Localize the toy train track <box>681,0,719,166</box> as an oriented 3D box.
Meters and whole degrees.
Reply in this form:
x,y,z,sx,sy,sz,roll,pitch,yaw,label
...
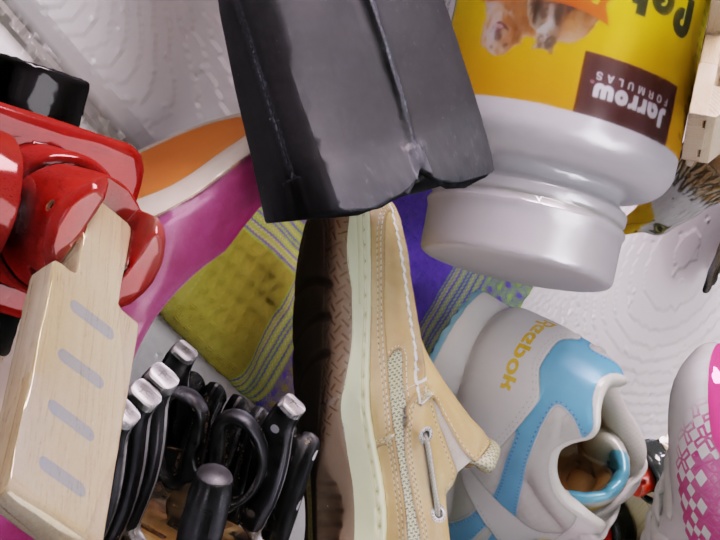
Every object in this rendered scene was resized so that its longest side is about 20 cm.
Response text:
x,y,z,sx,sy,sz,roll,pitch,yaw,label
0.155,-0.116,0.913,0.115,0.032,0.201,91,12,-47,toy train track

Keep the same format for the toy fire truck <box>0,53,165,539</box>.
x,y,z,sx,sy,sz,roll,pitch,yaw,label
-0.135,-0.010,0.677,0.175,0.200,0.129,18,89,-32,toy fire truck

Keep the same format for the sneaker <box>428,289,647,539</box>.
x,y,z,sx,sy,sz,roll,pitch,yaw,label
0.077,0.095,1.008,0.077,0.080,0.200,-54,152,-26,sneaker

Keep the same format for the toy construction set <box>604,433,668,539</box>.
x,y,z,sx,sy,sz,roll,pitch,yaw,label
0.165,0.141,1.072,0.092,0.132,0.200,-15,156,-37,toy construction set

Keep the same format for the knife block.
x,y,z,sx,sy,sz,roll,pitch,yaw,label
-0.083,0.131,0.838,0.201,0.064,0.176,-61,163,-11,knife block

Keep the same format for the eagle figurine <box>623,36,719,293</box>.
x,y,z,sx,sy,sz,roll,pitch,yaw,label
0.182,-0.045,1.037,0.200,0.150,0.152,40,56,-42,eagle figurine

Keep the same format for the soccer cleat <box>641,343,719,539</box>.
x,y,z,sx,sy,sz,roll,pitch,yaw,label
0.139,0.126,0.971,0.070,0.086,0.201,-53,133,-56,soccer cleat

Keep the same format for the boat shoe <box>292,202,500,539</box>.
x,y,z,sx,sy,sz,roll,pitch,yaw,label
0.016,0.068,0.907,0.076,0.072,0.201,-2,98,-11,boat shoe

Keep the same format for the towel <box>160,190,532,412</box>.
x,y,z,sx,sy,sz,roll,pitch,yaw,label
0.000,0.000,0.961,0.144,0.023,0.200,-57,134,-16,towel

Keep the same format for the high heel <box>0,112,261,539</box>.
x,y,z,sx,sy,sz,roll,pitch,yaw,label
-0.085,0.027,0.845,0.200,0.067,0.096,-41,118,-22,high heel

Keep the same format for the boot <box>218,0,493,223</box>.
x,y,z,sx,sy,sz,roll,pitch,yaw,label
0.015,-0.127,0.851,0.164,0.066,0.201,-16,86,-29,boot

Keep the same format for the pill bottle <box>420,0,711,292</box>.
x,y,z,sx,sy,sz,roll,pitch,yaw,label
0.081,-0.097,0.929,0.109,0.109,0.201,20,79,-46,pill bottle
